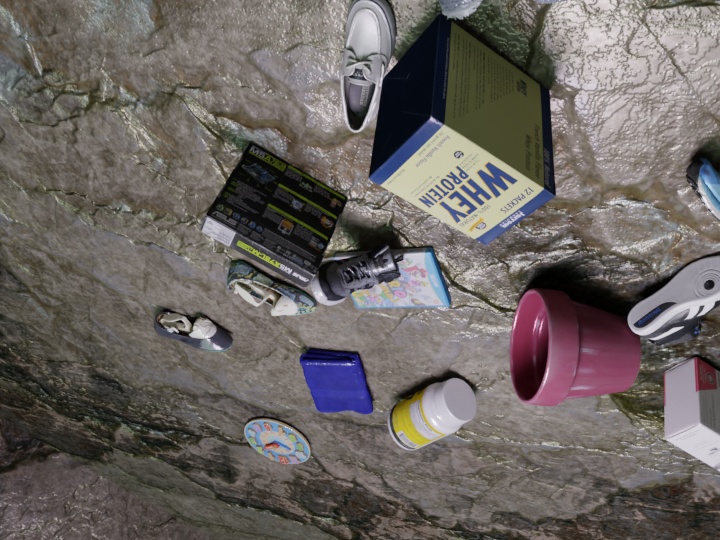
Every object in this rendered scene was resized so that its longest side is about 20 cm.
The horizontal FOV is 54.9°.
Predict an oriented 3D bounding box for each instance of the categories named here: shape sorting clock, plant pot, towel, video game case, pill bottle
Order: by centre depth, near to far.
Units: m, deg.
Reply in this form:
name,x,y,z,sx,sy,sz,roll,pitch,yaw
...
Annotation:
name,x,y,z,sx,sy,sz,roll,pitch,yaw
plant pot,0.373,0.138,1.202,0.176,0.202,0.201,6,140,-7
video game case,0.061,0.018,1.322,0.197,0.018,0.144,-3,133,25
pill bottle,0.158,0.316,1.530,0.114,0.115,0.200,34,138,-15
towel,-0.053,0.259,1.615,0.146,0.050,0.201,-1,135,14
shape sorting clock,-0.233,0.480,1.933,0.197,0.040,0.201,12,139,11

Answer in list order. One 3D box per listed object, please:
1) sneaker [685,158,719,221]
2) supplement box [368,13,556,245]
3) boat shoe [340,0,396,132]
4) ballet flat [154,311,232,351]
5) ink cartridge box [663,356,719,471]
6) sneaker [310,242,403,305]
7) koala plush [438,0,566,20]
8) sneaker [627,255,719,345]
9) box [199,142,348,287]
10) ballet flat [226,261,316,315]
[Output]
name,x,y,z,sx,sy,sz,roll,pitch,yaw
sneaker,0.539,-0.103,0.962,0.199,0.079,0.090,30,120,-15
supplement box,0.136,-0.181,0.913,0.198,0.202,0.134,26,141,-23
boat shoe,0.003,-0.287,0.979,0.071,0.066,0.201,17,140,5
ballet flat,-0.393,0.137,1.609,0.197,0.074,0.074,13,139,13
ink cartridge box,0.649,0.272,1.245,0.198,0.148,0.083,30,139,-11
sneaker,0.000,0.000,1.193,0.113,0.199,0.076,-23,87,30
koala plush,0.153,-0.370,0.762,0.198,0.185,0.178,6,139,34
sneaker,0.545,0.053,1.125,0.111,0.074,0.199,24,134,-34
box,-0.137,-0.095,1.151,0.198,0.194,0.048,28,137,-10
ballet flat,-0.188,0.056,1.432,0.198,0.075,0.074,26,139,-6
